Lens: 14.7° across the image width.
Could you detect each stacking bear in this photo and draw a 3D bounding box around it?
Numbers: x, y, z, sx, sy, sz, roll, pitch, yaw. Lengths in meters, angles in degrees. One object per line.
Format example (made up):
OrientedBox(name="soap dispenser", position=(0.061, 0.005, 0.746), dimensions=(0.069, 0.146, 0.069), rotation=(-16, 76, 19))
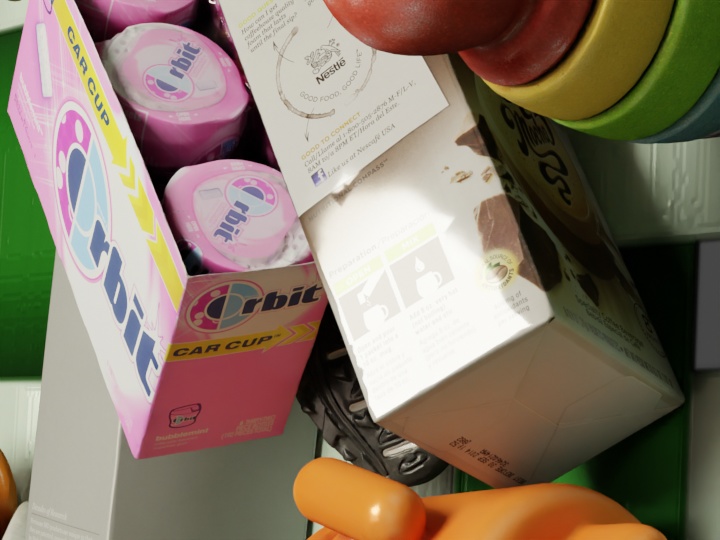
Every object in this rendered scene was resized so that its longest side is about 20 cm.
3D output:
OrientedBox(name="stacking bear", position=(0.073, -0.102, 0.928), dimensions=(0.121, 0.199, 0.114), rotation=(11, 95, 57))

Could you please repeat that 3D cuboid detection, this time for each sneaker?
OrientedBox(name="sneaker", position=(0.000, 0.000, 1.152), dimensions=(0.074, 0.079, 0.201), rotation=(-27, 61, 12))

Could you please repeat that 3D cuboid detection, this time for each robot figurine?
OrientedBox(name="robot figurine", position=(0.039, 0.137, 1.018), dimensions=(0.200, 0.144, 0.117), rotation=(-15, 61, 52))

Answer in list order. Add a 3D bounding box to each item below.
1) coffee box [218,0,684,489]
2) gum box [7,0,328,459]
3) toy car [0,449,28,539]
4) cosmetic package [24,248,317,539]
OrientedBox(name="coffee box", position=(0.031, -0.030, 1.035), dimensions=(0.080, 0.113, 0.200), rotation=(-32, 59, 18))
OrientedBox(name="gum box", position=(-0.080, -0.041, 1.114), dimensions=(0.114, 0.066, 0.200), rotation=(109, 145, -48))
OrientedBox(name="toy car", position=(-0.239, 0.163, 1.438), dimensions=(0.150, 0.175, 0.200), rotation=(-72, 2, -68))
OrientedBox(name="cosmetic package", position=(-0.082, 0.080, 1.230), dimensions=(0.090, 0.107, 0.201), rotation=(2, 86, 56))
